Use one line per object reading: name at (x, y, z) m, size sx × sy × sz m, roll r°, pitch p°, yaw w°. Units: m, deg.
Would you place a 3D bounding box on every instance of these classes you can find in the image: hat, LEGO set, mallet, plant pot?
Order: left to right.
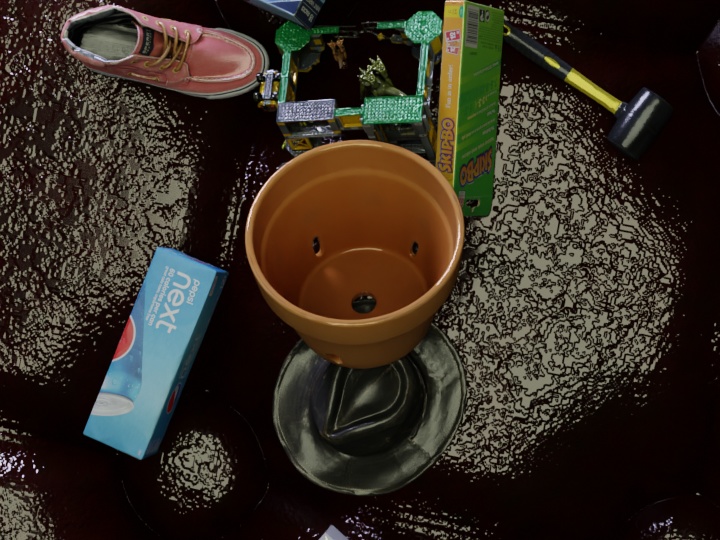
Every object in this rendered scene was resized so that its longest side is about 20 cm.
plant pot at (0.000, 0.000, 1.476) m, size 0.198 × 0.140 × 0.201 m, roll -3°, pitch 57°, yaw 4°
hat at (0.005, 0.128, 1.537) m, size 0.199 × 0.081 × 0.202 m, roll 0°, pitch 90°, yaw 6°
LEGO set at (0.006, -0.165, 1.544) m, size 0.198 × 0.116 × 0.155 m, roll -8°, pitch 64°, yaw 11°
mallet at (0.204, -0.179, 1.543) m, size 0.199 × 0.041 × 0.066 m, roll 29°, pitch 95°, yaw 11°

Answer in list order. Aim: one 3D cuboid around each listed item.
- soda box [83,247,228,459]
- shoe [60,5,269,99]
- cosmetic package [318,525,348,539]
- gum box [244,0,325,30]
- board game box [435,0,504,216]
soda box at (-0.203, 0.082, 1.572) m, size 0.067 × 0.064 × 0.201 m, roll 22°, pitch 91°, yaw 6°
shoe at (-0.193, -0.215, 1.560) m, size 0.198 × 0.091 × 0.072 m, roll 8°, pitch 90°, yaw 7°
cosmetic package at (0.018, 0.349, 1.549) m, size 0.200 × 0.051 × 0.083 m, roll 40°, pitch 93°, yaw 6°
gum box at (-0.077, -0.358, 1.541) m, size 0.169 × 0.045 × 0.201 m, roll 27°, pitch 89°, yaw 25°
board game box at (0.104, -0.153, 1.515) m, size 0.030 × 0.095 × 0.202 m, roll 3°, pitch 94°, yaw 28°
